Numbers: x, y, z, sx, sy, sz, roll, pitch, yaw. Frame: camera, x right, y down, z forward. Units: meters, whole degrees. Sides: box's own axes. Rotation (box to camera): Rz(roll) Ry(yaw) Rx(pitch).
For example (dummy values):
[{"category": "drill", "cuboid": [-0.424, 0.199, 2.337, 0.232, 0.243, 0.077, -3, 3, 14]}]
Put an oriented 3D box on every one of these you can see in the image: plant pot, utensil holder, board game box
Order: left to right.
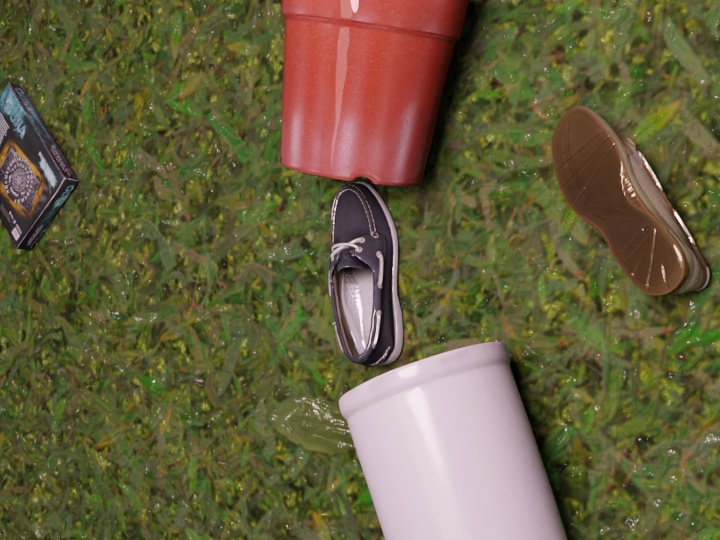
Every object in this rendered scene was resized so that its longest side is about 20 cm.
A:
[{"category": "board game box", "cuboid": [-0.479, -0.148, 1.426, 0.135, 0.028, 0.201, -47, 62, 22]}, {"category": "plant pot", "cuboid": [0.003, -0.192, 1.015, 0.199, 0.200, 0.198, 16, 103, 34]}, {"category": "utensil holder", "cuboid": [0.086, 0.189, 0.931, 0.169, 0.169, 0.202, -26, 73, 30]}]

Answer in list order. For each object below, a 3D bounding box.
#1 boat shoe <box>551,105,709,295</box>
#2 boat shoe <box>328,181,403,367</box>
[{"category": "boat shoe", "cuboid": [0.243, -0.064, 0.918, 0.073, 0.063, 0.202, -51, 54, 34]}, {"category": "boat shoe", "cuboid": [0.000, 0.000, 1.068, 0.075, 0.060, 0.202, -21, 75, 31]}]
